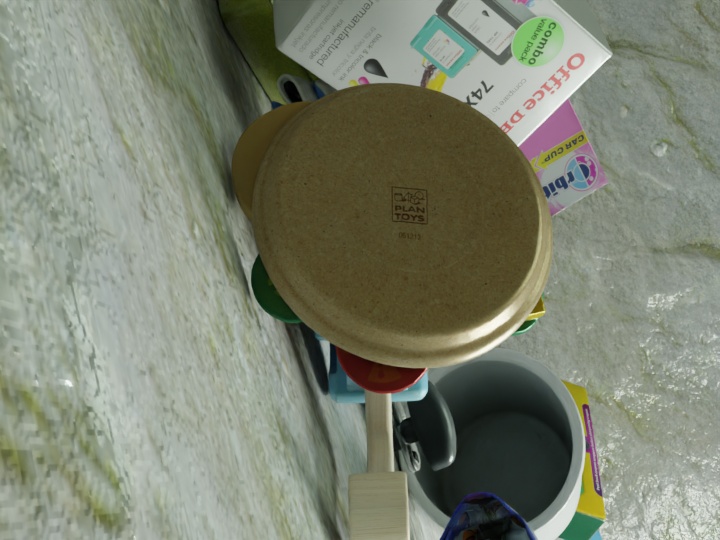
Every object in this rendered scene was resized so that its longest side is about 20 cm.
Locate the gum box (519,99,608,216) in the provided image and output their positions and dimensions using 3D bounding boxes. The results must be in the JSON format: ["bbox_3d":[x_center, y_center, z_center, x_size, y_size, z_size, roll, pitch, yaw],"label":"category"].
[{"bbox_3d":[0.146,-0.117,0.879,0.115,0.065,0.200,62,-3,-8],"label":"gum box"}]

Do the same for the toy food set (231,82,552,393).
[{"bbox_3d":[0.024,-0.028,0.579,0.049,0.196,0.201,114,-37,-62],"label":"toy food set"}]

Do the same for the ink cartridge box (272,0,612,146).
[{"bbox_3d":[0.055,-0.198,0.693,0.198,0.147,0.148,29,33,-29],"label":"ink cartridge box"}]

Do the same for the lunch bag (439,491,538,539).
[{"bbox_3d":[0.112,0.289,0.687,0.171,0.122,0.203,61,20,-45],"label":"lunch bag"}]

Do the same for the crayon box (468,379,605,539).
[{"bbox_3d":[0.194,0.206,1.120,0.202,0.170,0.059,-83,-166,-50],"label":"crayon box"}]

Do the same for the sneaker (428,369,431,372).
[{"bbox_3d":[0.083,0.097,1.080,0.201,0.072,0.086,61,10,-56],"label":"sneaker"}]

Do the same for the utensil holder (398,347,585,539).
[{"bbox_3d":[0.137,0.187,0.915,0.200,0.167,0.173,56,17,-64],"label":"utensil holder"}]

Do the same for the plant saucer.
[{"bbox_3d":[-0.081,-0.229,0.806,0.200,0.047,0.203,56,17,-60],"label":"plant saucer"}]

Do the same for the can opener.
[{"bbox_3d":[0.022,0.072,0.787,0.053,0.066,0.203,12,56,-79],"label":"can opener"}]

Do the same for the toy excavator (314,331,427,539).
[{"bbox_3d":[0.013,0.072,0.630,0.194,0.098,0.204,-46,132,-89],"label":"toy excavator"}]

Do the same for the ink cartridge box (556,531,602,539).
[{"bbox_3d":[0.200,0.283,1.156,0.202,0.142,0.085,-99,-149,-45],"label":"ink cartridge box"}]

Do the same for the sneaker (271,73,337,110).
[{"bbox_3d":[-0.007,-0.128,0.739,0.146,0.080,0.203,40,35,-39],"label":"sneaker"}]
